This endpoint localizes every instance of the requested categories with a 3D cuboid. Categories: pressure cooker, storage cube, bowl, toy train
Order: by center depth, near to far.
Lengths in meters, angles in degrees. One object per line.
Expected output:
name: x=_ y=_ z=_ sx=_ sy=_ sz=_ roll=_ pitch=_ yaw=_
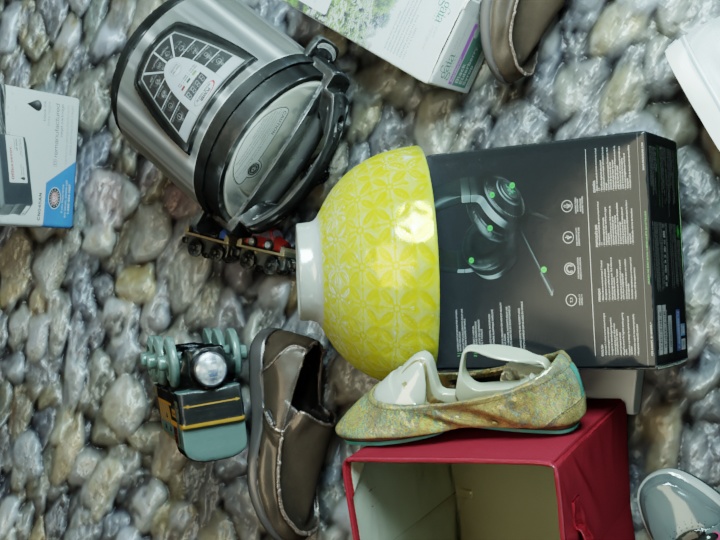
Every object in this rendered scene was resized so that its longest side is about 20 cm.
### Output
storage cube: x=0.112 y=0.205 z=0.904 sx=0.197 sy=0.179 sz=0.174 roll=-4 pitch=97 yaw=29
bowl: x=0.000 y=0.000 z=0.959 sx=0.106 sy=0.200 sz=0.204 roll=-3 pitch=88 yaw=-5
pressure cooker: x=-0.107 y=-0.141 z=1.054 sx=0.199 sy=0.178 sz=0.177 roll=40 pitch=143 yaw=23
toy train: x=-0.156 y=0.115 z=1.088 sx=0.200 sy=0.084 sz=0.116 roll=172 pitch=92 yaw=-71
toy train: x=-0.094 y=-0.022 z=1.123 sx=0.197 sy=0.034 sz=0.047 roll=12 pitch=92 yaw=29

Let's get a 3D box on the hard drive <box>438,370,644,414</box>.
hard drive: x=0.148 y=0.039 z=0.986 sx=0.197 sy=0.027 sz=0.134 roll=8 pitch=93 yaw=31

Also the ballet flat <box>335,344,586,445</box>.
ballet flat: x=0.071 y=0.090 z=0.871 sx=0.197 sy=0.071 sz=0.072 roll=-6 pitch=87 yaw=21

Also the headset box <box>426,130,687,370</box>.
headset box: x=0.148 y=-0.010 z=0.917 sx=0.197 sy=0.092 sz=0.178 roll=-4 pitch=88 yaw=30

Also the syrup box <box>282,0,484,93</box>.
syrup box: x=0.021 y=-0.239 z=1.030 sx=0.199 sy=0.081 sz=0.080 roll=34 pitch=108 yaw=26

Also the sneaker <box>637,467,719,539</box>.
sneaker: x=0.264 y=0.245 z=0.861 sx=0.084 sy=0.120 sz=0.201 roll=-43 pitch=69 yaw=22

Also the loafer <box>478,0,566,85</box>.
loafer: x=0.153 y=-0.253 z=0.957 sx=0.070 sy=0.073 sz=0.204 roll=17 pitch=98 yaw=30

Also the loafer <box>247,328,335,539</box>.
loafer: x=-0.061 y=0.153 z=1.071 sx=0.070 sy=0.073 sz=0.204 roll=-8 pitch=86 yaw=30

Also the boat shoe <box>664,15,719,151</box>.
boat shoe: x=0.309 y=-0.105 z=0.874 sx=0.068 sy=0.072 sz=0.202 roll=-35 pitch=65 yaw=23

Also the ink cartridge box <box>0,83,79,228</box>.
ink cartridge box: x=-0.395 y=-0.121 z=1.205 sx=0.083 sy=0.199 sz=0.147 roll=5 pitch=92 yaw=30
